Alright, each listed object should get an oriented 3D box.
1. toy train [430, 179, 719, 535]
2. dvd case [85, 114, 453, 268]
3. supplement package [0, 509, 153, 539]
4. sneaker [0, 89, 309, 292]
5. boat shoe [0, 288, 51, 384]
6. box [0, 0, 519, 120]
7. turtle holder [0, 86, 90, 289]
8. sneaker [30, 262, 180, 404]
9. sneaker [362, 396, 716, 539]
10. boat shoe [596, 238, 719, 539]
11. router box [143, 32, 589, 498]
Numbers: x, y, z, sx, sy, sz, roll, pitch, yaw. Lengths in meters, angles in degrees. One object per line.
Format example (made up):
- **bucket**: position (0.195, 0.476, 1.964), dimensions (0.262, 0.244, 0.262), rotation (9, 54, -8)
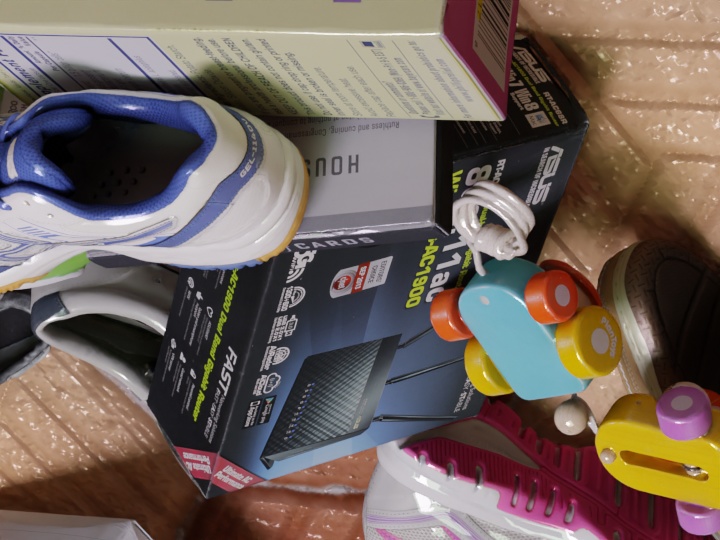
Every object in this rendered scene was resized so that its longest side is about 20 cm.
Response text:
- **toy train**: position (0.127, 0.029, 1.166), dimensions (0.200, 0.056, 0.150), rotation (31, 142, 11)
- **dvd case**: position (-0.035, -0.104, 1.113), dimensions (0.150, 0.200, 0.025), rotation (-5, 164, 21)
- **supplement package**: position (-0.180, 0.243, 1.436), dimensions (0.191, 0.200, 0.147), rotation (-4, 133, 52)
- **sneaker**: position (-0.123, -0.039, 1.065), dimensions (0.200, 0.075, 0.088), rotation (-7, 161, 19)
- **boat shoe**: position (-0.211, 0.044, 1.394), dimensions (0.199, 0.068, 0.074), rotation (-21, 121, 34)
- **box**: position (-0.040, -0.155, 1.059), dimensions (0.200, 0.176, 0.097), rotation (2, 165, 17)
- **turtle holder**: position (-0.176, -0.050, 1.201), dimensions (0.185, 0.141, 0.132), rotation (-21, 169, -7)
- **sneaker**: position (-0.068, 0.043, 1.326), dimensions (0.200, 0.071, 0.073), rotation (22, 141, -15)
- **sneaker**: position (0.088, 0.129, 1.345), dimensions (0.200, 0.081, 0.088), rotation (27, 128, -4)
- **boat shoe**: position (0.149, 0.068, 1.288), dimensions (0.076, 0.072, 0.200), rotation (-2, 130, 43)
- **router box**: position (0.000, 0.000, 1.221), dimensions (0.062, 0.150, 0.200), rotation (54, 146, 31)
